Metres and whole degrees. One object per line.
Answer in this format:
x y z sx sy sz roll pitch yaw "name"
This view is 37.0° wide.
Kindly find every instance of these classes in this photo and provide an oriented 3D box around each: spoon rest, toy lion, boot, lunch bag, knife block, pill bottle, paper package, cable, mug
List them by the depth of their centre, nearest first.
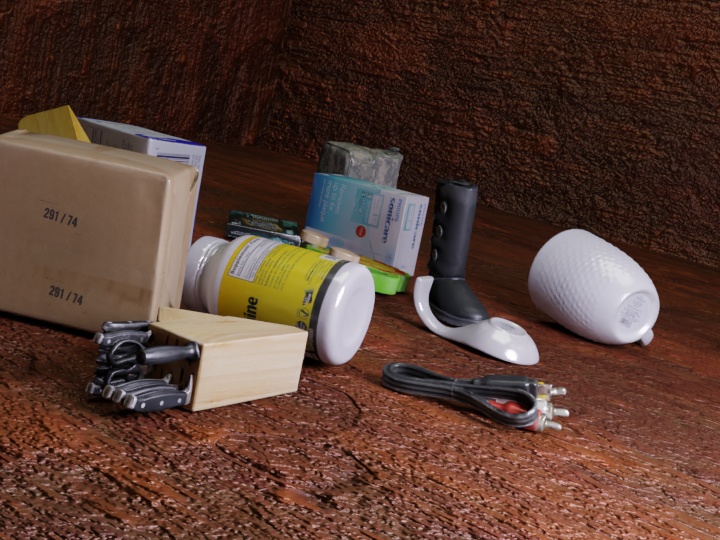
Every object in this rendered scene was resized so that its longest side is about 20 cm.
-0.141 0.088 0.967 0.199 0.064 0.176 10 10 -12 "knife block"
0.115 0.137 1.122 0.199 0.050 0.097 1 24 14 "cable"
-0.288 -0.036 1.133 0.199 0.191 0.103 11 12 6 "paper package"
-0.095 0.026 1.193 0.200 0.113 0.112 15 10 22 "pill bottle"
0.151 0.078 1.447 0.200 0.061 0.099 33 20 30 "spoon rest"
0.149 -0.028 1.583 0.066 0.201 0.165 6 11 -30 "boot"
0.382 0.048 1.663 0.200 0.148 0.175 42 -1 -35 "mug"
0.000 0.000 1.703 0.191 0.069 0.200 15 7 -26 "toy lion"
0.001 -0.162 2.240 0.167 0.201 0.139 1 16 -32 "lunch bag"

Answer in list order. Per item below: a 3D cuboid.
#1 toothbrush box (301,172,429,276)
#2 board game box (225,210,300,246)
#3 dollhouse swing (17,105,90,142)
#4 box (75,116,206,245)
0.006 -0.081 1.906 0.200 0.147 0.085 18 12 29 "toothbrush box"
-0.182 -0.076 2.006 0.135 0.028 0.200 11 9 -7 "board game box"
-0.376 -0.061 1.288 0.175 0.200 0.182 -25 40 -4 "dollhouse swing"
-0.336 -0.116 1.577 0.200 0.184 0.105 20 14 41 "box"
